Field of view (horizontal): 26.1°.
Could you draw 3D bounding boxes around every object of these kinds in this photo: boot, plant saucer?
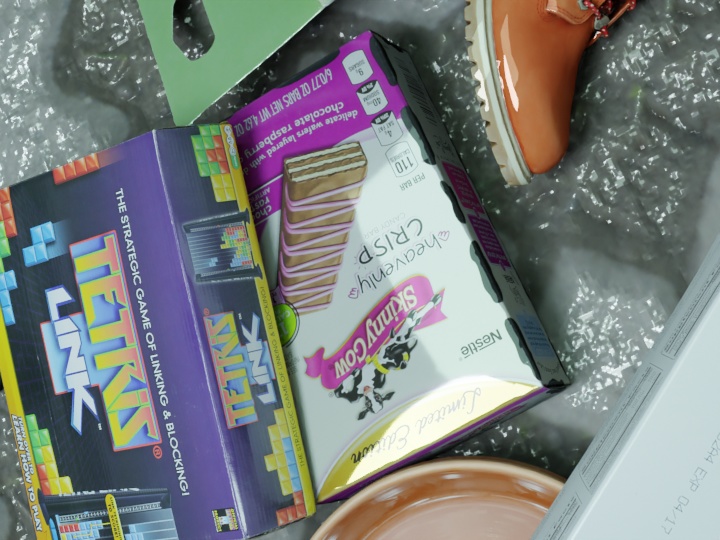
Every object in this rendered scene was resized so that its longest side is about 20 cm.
[{"bbox_3d":[0.108,-0.140,0.757,0.107,0.075,0.201,3,86,16],"label":"boot"},{"bbox_3d":[0.058,0.189,0.758,0.200,0.032,0.201,1,94,13],"label":"plant saucer"}]

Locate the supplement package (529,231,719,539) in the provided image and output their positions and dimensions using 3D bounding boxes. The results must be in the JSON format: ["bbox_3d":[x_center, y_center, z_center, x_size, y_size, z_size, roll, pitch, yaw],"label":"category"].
[{"bbox_3d":[0.176,0.106,0.664,0.156,0.111,0.200,31,93,3],"label":"supplement package"}]

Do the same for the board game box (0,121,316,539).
[{"bbox_3d":[-0.117,0.041,0.796,0.165,0.057,0.201,-15,87,43],"label":"board game box"}]

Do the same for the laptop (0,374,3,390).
[{"bbox_3d":[-0.321,0.011,0.940,0.187,0.116,0.200,-32,105,16],"label":"laptop"}]

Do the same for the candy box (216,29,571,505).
[{"bbox_3d":[0.000,0.000,0.791,0.136,0.061,0.200,-30,77,17],"label":"candy box"}]

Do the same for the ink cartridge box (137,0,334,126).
[{"bbox_3d":[-0.045,-0.183,0.796,0.200,0.048,0.146,-36,44,13],"label":"ink cartridge box"}]
